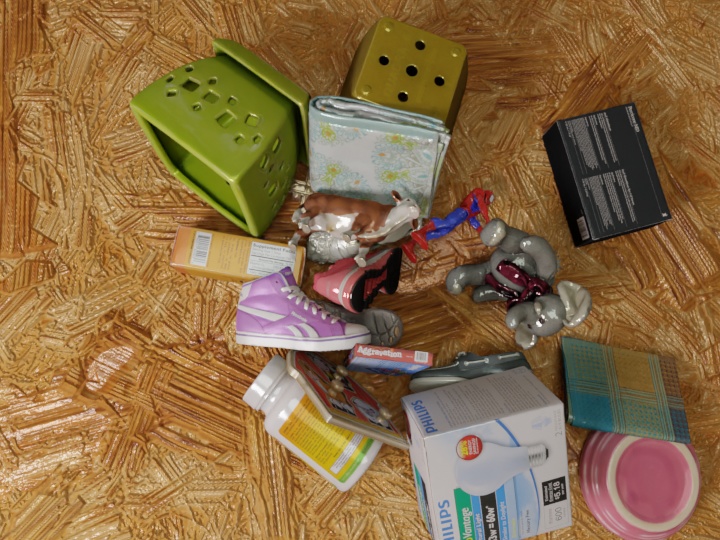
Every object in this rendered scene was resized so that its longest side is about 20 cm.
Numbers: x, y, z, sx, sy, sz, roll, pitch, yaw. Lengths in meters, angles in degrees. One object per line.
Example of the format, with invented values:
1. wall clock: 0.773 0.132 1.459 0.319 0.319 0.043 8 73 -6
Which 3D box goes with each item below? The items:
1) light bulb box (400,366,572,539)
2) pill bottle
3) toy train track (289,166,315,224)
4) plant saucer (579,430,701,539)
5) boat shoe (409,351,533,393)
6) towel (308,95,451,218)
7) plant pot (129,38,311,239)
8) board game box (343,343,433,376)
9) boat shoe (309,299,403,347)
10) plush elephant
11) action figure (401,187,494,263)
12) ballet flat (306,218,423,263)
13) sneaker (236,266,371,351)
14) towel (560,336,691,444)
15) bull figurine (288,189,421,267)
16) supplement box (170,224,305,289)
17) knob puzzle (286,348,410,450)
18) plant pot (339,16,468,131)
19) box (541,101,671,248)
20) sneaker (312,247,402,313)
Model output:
1. light bulb box: 0.177 0.270 0.875 0.197 0.125 0.201 -12 106 -7
2. pill bottle: -0.070 0.216 0.896 0.199 0.111 0.112 38 80 1
3. toy train track: -0.039 -0.122 0.986 0.197 0.033 0.116 13 81 -4
4. plant saucer: 0.446 0.323 0.960 0.197 0.051 0.204 1 82 -6
5. boat shoe: 0.171 0.160 0.957 0.197 0.073 0.063 -2 56 -4
6. towel: 0.020 -0.157 0.883 0.197 0.172 0.049 14 52 6
7. plant pot: -0.178 -0.198 0.895 0.199 0.199 0.182 37 74 11
8. board game box: 0.033 0.130 0.872 0.101 0.200 0.020 8 75 -4
9. boat shoe: -0.031 0.085 0.939 0.197 0.073 0.076 8 89 10
10. plush elephant: 0.249 0.036 0.925 0.197 0.165 0.157 5 54 -28
11. action figure: 0.164 -0.060 0.959 0.199 0.065 0.099 -38 83 -33
12. ballet flat: 0.009 -0.058 0.955 0.198 0.072 0.073 -22 84 -7
13. sneaker: -0.080 0.054 0.871 0.197 0.073 0.116 4 88 5
14. towel: 0.412 0.188 0.965 0.197 0.022 0.148 11 58 -5
15. bull figurine: -0.011 -0.068 0.882 0.197 0.066 0.122 8 38 29
16. supplement box: -0.183 -0.016 0.941 0.197 0.067 0.070 12 79 -4
17. knob puzzle: -0.027 0.161 0.874 0.219 0.220 0.031 38 96 1
18. plant pot: 0.063 -0.259 0.935 0.197 0.176 0.203 20 77 -3
19. box: 0.401 -0.155 1.008 0.139 0.079 0.203 -14 83 -4
20. sneaker: 0.000 0.000 0.910 0.086 0.200 0.075 14 108 24
